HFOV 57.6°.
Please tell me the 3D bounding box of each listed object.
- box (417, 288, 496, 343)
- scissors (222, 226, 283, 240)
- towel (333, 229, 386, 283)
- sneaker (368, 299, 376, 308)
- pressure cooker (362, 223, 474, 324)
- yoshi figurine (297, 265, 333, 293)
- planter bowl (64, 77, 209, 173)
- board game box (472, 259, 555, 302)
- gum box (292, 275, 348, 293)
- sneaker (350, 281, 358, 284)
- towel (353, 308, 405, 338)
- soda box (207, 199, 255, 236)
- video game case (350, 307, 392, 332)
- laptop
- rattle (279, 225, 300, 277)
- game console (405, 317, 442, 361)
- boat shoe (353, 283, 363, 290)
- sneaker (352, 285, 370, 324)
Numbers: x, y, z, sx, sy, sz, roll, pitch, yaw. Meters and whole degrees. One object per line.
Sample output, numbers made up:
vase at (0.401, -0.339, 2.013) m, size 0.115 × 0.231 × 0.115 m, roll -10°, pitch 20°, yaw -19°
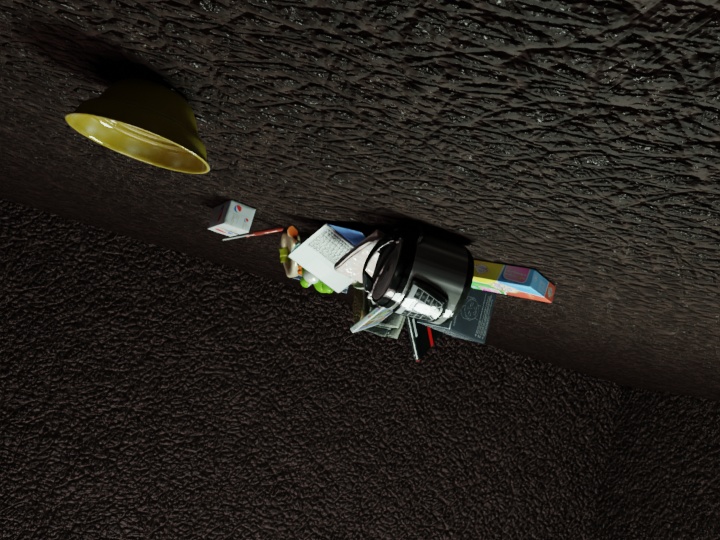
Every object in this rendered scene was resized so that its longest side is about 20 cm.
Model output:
box at (0.264, 0.100, 1.772) m, size 0.107 × 0.149 × 0.200 m, roll 9°, pitch 170°, yaw 40°
scissors at (-0.290, -0.093, 1.712) m, size 0.200 × 0.014 × 0.073 m, roll -17°, pitch -169°, yaw -40°
towel at (0.067, -0.003, 1.475) m, size 0.200 × 0.032 × 0.191 m, roll 26°, pitch 147°, yaw -21°
sneaker at (0.089, 0.045, 1.853) m, size 0.129 × 0.080 × 0.199 m, roll 1°, pitch -162°, yaw 2°
pressure cooker at (0.105, 0.006, 1.317) m, size 0.200 × 0.176 × 0.179 m, roll 19°, pitch 174°, yaw -14°
yoshi figurine at (-0.083, -0.002, 1.706) m, size 0.112 × 0.112 × 0.200 m, roll -27°, pitch 172°, yaw -39°
planter bowl at (-0.296, -0.211, 0.915) m, size 0.200 × 0.084 × 0.200 m, roll 16°, pitch 172°, yaw 2°
board game box at (0.319, 0.020, 1.480) m, size 0.200 × 0.040 × 0.153 m, roll 11°, pitch 171°, yaw 36°
gum box at (-0.110, -0.002, 1.951) m, size 0.169 × 0.045 × 0.200 m, roll 16°, pitch -166°, yaw -1°
sneaker at (0.000, 0.000, 1.717) m, size 0.070 × 0.076 × 0.200 m, roll 23°, pitch 153°, yaw -25°
towel at (0.073, 0.099, 1.980) m, size 0.192 × 0.200 × 0.035 m, roll 9°, pitch 164°, yaw 46°
soda box at (-0.331, -0.130, 1.668) m, size 0.068 × 0.064 × 0.200 m, roll 19°, pitch 172°, yaw -23°
video game case at (0.076, 0.102, 1.814) m, size 0.018 × 0.200 × 0.143 m, roll 56°, pitch -153°, yaw 13°
laptop at (-0.029, -0.015, 1.527) m, size 0.187 × 0.200 × 0.116 m, roll 39°, pitch -159°, yaw -37°
rattle at (-0.143, -0.062, 1.765) m, size 0.142 × 0.130 × 0.200 m, roll 7°, pitch 148°, yaw -14°
game console at (0.169, 0.119, 1.780) m, size 0.031 × 0.200 × 0.177 m, roll 2°, pitch -154°, yaw 34°
boat shoe at (0.063, 0.019, 1.728) m, size 0.061 × 0.072 × 0.201 m, roll 32°, pitch 147°, yaw -32°
sneaker at (0.029, 0.073, 1.956) m, size 0.090 × 0.201 × 0.067 m, roll 10°, pitch 152°, yaw -24°
